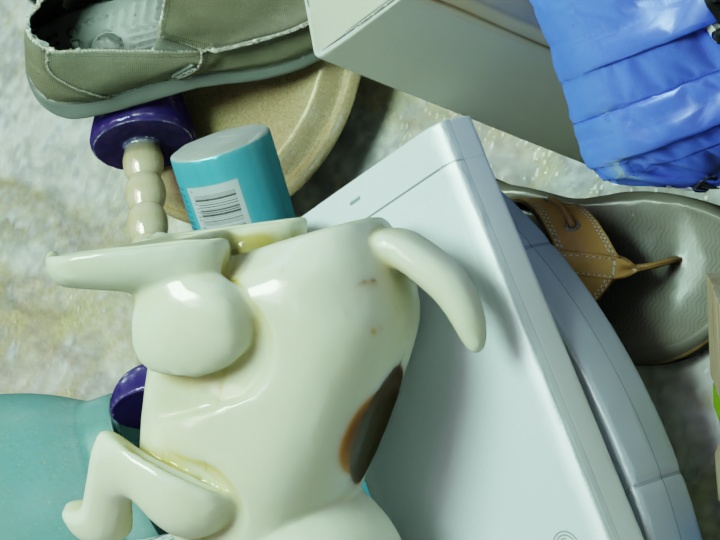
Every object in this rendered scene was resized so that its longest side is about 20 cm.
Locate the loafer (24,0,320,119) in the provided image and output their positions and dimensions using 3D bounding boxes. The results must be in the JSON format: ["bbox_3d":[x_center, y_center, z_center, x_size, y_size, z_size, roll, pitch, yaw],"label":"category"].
[{"bbox_3d":[-0.081,-0.132,1.316,0.200,0.070,0.075,-21,68,5],"label":"loafer"}]

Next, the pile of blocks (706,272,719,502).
[{"bbox_3d":[0.182,0.096,1.079,0.062,0.082,0.200,-3,80,3],"label":"pile of blocks"}]

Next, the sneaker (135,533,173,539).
[{"bbox_3d":[-0.084,0.153,1.238,0.078,0.200,0.086,63,163,1],"label":"sneaker"}]

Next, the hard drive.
[{"bbox_3d":[0.039,0.051,1.145,0.132,0.027,0.200,-33,75,46],"label":"hard drive"}]

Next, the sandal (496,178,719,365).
[{"bbox_3d":[0.084,-0.009,1.189,0.200,0.055,0.082,17,96,29],"label":"sandal"}]

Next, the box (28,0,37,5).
[{"bbox_3d":[-0.099,-0.245,1.429,0.200,0.047,0.193,-49,5,26],"label":"box"}]

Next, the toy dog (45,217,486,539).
[{"bbox_3d":[-0.032,0.080,1.131,0.193,0.140,0.200,-5,95,12],"label":"toy dog"}]

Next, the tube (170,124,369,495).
[{"bbox_3d":[-0.041,0.029,1.291,0.077,0.050,0.200,5,116,53],"label":"tube"}]

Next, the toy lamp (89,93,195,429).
[{"bbox_3d":[-0.108,-0.020,1.342,0.058,0.058,0.200,-31,56,38],"label":"toy lamp"}]

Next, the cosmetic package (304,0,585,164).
[{"bbox_3d":[0.067,-0.123,1.166,0.073,0.200,0.104,-33,55,37],"label":"cosmetic package"}]

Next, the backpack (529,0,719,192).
[{"bbox_3d":[0.174,-0.098,1.055,0.200,0.162,0.168,-14,91,36],"label":"backpack"}]

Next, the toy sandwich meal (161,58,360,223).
[{"bbox_3d":[-0.061,-0.119,1.415,0.205,0.070,0.206,-7,78,38],"label":"toy sandwich meal"}]

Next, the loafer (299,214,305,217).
[{"bbox_3d":[0.000,0.000,1.301,0.200,0.063,0.072,-6,71,47],"label":"loafer"}]

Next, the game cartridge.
[{"bbox_3d":[0.070,0.069,1.161,0.133,0.041,0.200,-44,67,39],"label":"game cartridge"}]

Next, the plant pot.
[{"bbox_3d":[-0.156,0.144,1.348,0.134,0.200,0.201,-27,53,7],"label":"plant pot"}]
